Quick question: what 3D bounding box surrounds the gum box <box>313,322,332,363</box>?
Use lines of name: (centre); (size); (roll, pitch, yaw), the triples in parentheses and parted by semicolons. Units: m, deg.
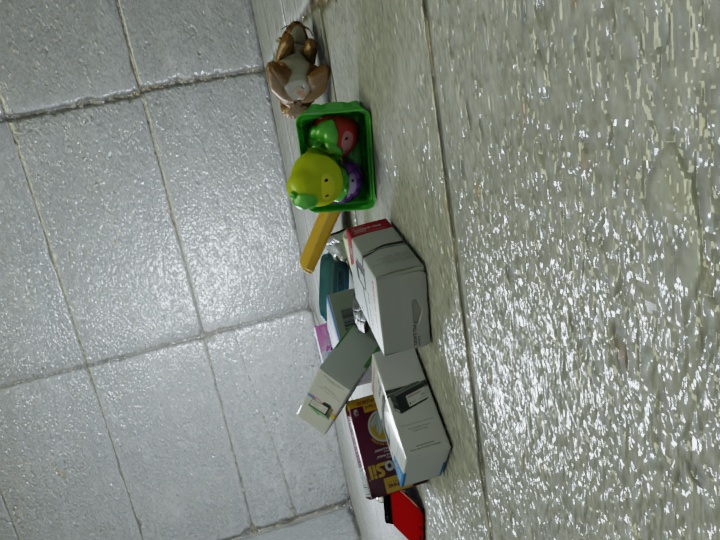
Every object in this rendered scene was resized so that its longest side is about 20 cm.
gum box: (-0.081, 0.264, 1.984); (0.066, 0.111, 0.205); (115, 141, -75)

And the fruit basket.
fruit basket: (-0.052, -0.185, 1.072); (0.216, 0.151, 0.222); (-4, -90, -88)

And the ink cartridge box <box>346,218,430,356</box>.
ink cartridge box: (0.043, 0.023, 1.000); (0.201, 0.081, 0.148); (-119, 19, -61)

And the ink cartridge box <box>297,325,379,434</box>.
ink cartridge box: (-0.050, 0.243, 1.310); (0.083, 0.145, 0.202); (33, 135, 7)

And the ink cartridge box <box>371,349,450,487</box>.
ink cartridge box: (0.083, 0.257, 1.068); (0.146, 0.082, 0.203); (91, 164, -53)

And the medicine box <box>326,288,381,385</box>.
medicine box: (-0.017, 0.174, 1.514); (0.201, 0.101, 0.185); (95, 160, -60)

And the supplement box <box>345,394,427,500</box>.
supplement box: (0.050, 0.370, 1.278); (0.104, 0.128, 0.204); (104, 151, -70)

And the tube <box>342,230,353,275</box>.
tube: (0.000, 0.000, 1.355); (0.058, 0.051, 0.203); (-55, -36, -43)

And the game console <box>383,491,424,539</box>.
game console: (0.117, 0.553, 1.467); (0.174, 0.116, 0.203); (-67, -21, -47)

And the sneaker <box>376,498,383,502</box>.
sneaker: (0.059, 0.588, 1.729); (0.200, 0.076, 0.093); (-161, 66, -73)

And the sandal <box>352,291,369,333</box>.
sandal: (0.022, 0.046, 1.280); (0.082, 0.053, 0.205); (-131, 43, -59)

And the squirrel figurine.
squirrel figurine: (-0.153, -0.471, 1.398); (0.202, 0.138, 0.190); (97, 164, -58)

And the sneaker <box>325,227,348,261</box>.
sneaker: (-0.062, -0.062, 1.589); (0.200, 0.074, 0.083); (-172, 60, -81)

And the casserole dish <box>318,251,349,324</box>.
casserole dish: (-0.068, 0.046, 1.638); (0.121, 0.038, 0.205); (24, -117, -59)

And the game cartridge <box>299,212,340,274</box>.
game cartridge: (-0.102, -0.097, 1.540); (0.176, 0.032, 0.204); (-132, 65, -76)
